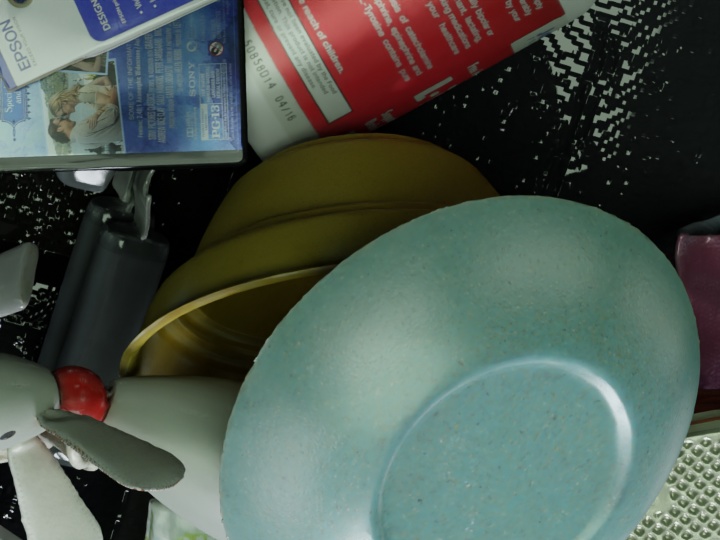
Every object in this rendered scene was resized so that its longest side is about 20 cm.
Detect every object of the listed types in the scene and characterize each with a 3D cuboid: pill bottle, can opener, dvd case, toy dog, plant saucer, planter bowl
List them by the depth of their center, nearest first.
[{"bbox_3d":[0.047,0.069,0.960,0.200,0.039,0.202,-12,124,-19],"label":"plant saucer"},{"bbox_3d":[-0.144,-0.108,0.986,0.199,0.018,0.143,-2,94,-6],"label":"dvd case"},{"bbox_3d":[-0.079,0.087,0.997,0.199,0.132,0.097,-1,67,-10],"label":"toy dog"},{"bbox_3d":[0.000,0.000,1.040,0.199,0.201,0.084,-4,67,-4],"label":"planter bowl"},{"bbox_3d":[0.027,-0.133,1.054,0.199,0.112,0.113,-28,110,6],"label":"pill bottle"},{"bbox_3d":[-0.115,-0.012,1.116,0.066,0.053,0.201,8,112,-20],"label":"can opener"}]

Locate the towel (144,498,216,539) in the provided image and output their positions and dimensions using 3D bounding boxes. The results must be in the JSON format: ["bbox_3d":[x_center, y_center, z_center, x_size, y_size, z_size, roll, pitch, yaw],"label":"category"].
[{"bbox_3d":[-0.003,0.148,1.147,0.199,0.048,0.171,3,143,-7],"label":"towel"}]

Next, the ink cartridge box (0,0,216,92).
[{"bbox_3d":[-0.061,-0.150,0.966,0.199,0.037,0.095,-25,97,-8],"label":"ink cartridge box"}]

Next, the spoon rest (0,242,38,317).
[{"bbox_3d":[-0.222,-0.047,1.081,0.060,0.100,0.200,-27,124,24],"label":"spoon rest"}]

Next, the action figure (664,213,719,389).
[{"bbox_3d":[0.164,0.076,1.120,0.134,0.149,0.201,-18,83,21],"label":"action figure"}]

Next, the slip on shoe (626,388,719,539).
[{"bbox_3d":[0.092,0.080,1.061,0.199,0.061,0.074,-4,108,7],"label":"slip on shoe"}]

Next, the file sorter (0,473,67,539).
[{"bbox_3d":[-0.234,0.150,1.126,0.139,0.125,0.200,37,103,-17],"label":"file sorter"}]
